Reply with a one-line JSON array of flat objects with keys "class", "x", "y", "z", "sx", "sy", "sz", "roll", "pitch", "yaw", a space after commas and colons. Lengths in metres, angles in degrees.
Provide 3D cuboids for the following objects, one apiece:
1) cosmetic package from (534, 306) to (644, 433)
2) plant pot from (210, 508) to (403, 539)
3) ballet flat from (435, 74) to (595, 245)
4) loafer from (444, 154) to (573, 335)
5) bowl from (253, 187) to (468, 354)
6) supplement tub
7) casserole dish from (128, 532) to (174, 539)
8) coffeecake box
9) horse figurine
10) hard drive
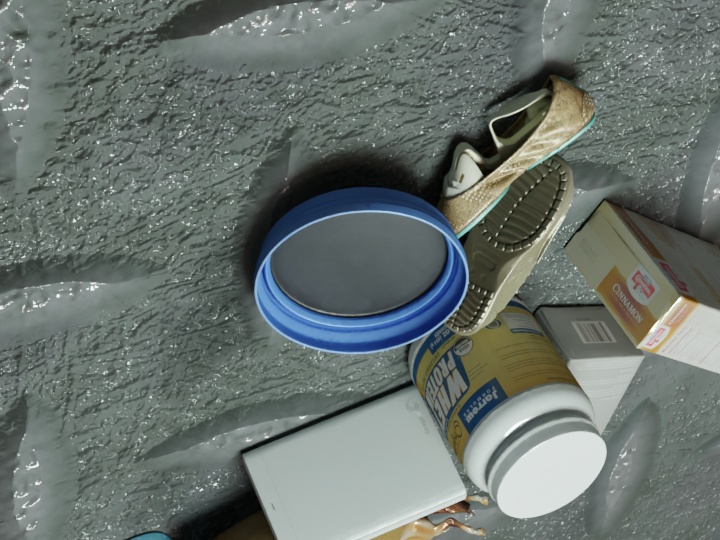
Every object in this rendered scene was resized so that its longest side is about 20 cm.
[{"class": "cosmetic package", "x": 0.216, "y": 0.140, "z": 1.798, "sx": 0.106, "sy": 0.091, "sz": 0.201, "roll": 0, "pitch": 133, "yaw": -31}, {"class": "plant pot", "x": -0.055, "y": 0.313, "z": 1.748, "sx": 0.200, "sy": 0.186, "sz": 0.187, "roll": -40, "pitch": 142, "yaw": -16}, {"class": "ballet flat", "x": 0.127, "y": -0.108, "z": 1.524, "sx": 0.200, "sy": 0.071, "sz": 0.065, "roll": -42, "pitch": 112, "yaw": 8}, {"class": "loafer", "x": 0.143, "y": -0.029, "z": 1.597, "sx": 0.201, "sy": 0.075, "sz": 0.068, "roll": -57, "pitch": 164, "yaw": 18}, {"class": "bowl", "x": 0.000, "y": 0.000, "z": 1.518, "sx": 0.198, "sy": 0.040, "sz": 0.202, "roll": -3, "pitch": 139, "yaw": -3}, {"class": "supplement tub", "x": 0.149, "y": 0.134, "z": 1.659, "sx": 0.143, "sy": 0.201, "sz": 0.146, "roll": -17, "pitch": 137, "yaw": -16}, {"class": "casserole dish", "x": -0.270, "y": 0.351, "z": 1.745, "sx": 0.198, "sy": 0.039, "sz": 0.122, "roll": -23, "pitch": 138, "yaw": -9}, {"class": "coffeecake box", "x": 0.329, "y": 0.024, "z": 1.696, "sx": 0.199, "sy": 0.154, "sz": 0.073, "roll": 18, "pitch": 120, "yaw": -41}, {"class": "horse figurine", "x": 0.076, "y": 0.309, "z": 1.896, "sx": 0.131, "sy": 0.050, "sz": 0.201, "roll": 1, "pitch": 141, "yaw": -9}, {"class": "hard drive", "x": -0.007, "y": 0.213, "z": 1.695, "sx": 0.198, "sy": 0.133, "sz": 0.026, "roll": -21, "pitch": 155, "yaw": -11}]
